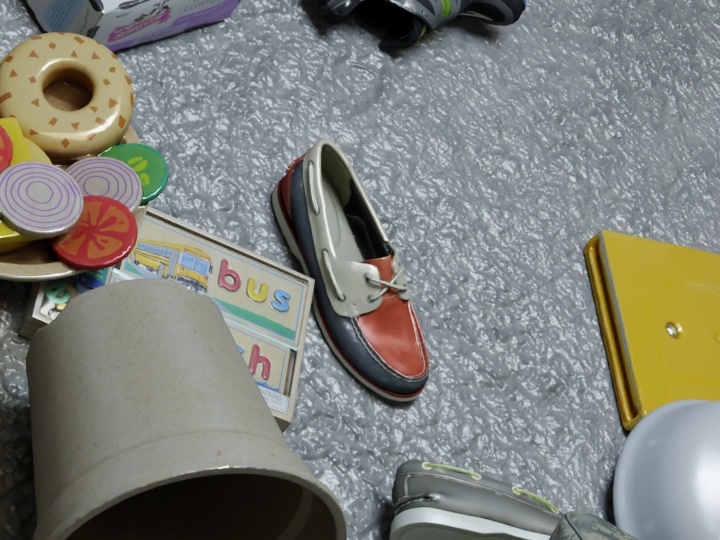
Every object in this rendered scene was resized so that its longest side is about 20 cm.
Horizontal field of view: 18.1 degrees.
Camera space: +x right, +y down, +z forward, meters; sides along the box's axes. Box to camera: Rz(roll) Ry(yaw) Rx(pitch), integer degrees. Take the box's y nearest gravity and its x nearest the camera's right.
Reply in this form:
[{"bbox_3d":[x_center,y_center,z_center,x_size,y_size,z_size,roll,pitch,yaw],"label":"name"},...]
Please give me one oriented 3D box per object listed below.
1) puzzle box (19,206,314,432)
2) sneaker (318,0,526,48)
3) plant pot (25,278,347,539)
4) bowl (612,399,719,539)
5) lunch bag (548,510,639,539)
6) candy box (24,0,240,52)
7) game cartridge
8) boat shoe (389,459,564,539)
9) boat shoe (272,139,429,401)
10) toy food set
[{"bbox_3d":[-0.130,0.024,1.570,0.199,0.025,0.133,23,48,-18],"label":"puzzle box"},{"bbox_3d":[0.046,-0.218,1.844,0.199,0.071,0.083,3,74,-33],"label":"sneaker"},{"bbox_3d":[-0.129,0.113,1.408,0.200,0.201,0.184,6,45,-31],"label":"plant pot"},{"bbox_3d":[0.294,0.177,1.679,0.201,0.090,0.202,14,60,-27],"label":"bowl"},{"bbox_3d":[0.183,0.285,1.505,0.200,0.168,0.139,29,10,-12],"label":"lunch bag"},{"bbox_3d":[-0.197,-0.268,1.704,0.167,0.072,0.200,-23,72,-42],"label":"candy box"},{"bbox_3d":[0.282,0.062,1.820,0.199,0.032,0.177,12,53,-30],"label":"game cartridge"},{"bbox_3d":[0.112,0.183,1.585,0.201,0.072,0.060,18,48,-23],"label":"boat shoe"},{"bbox_3d":[0.000,0.000,1.650,0.071,0.063,0.200,-11,67,-41],"label":"boat shoe"},{"bbox_3d":[-0.231,-0.074,1.533,0.199,0.049,0.198,-9,58,-27],"label":"toy food set"}]
